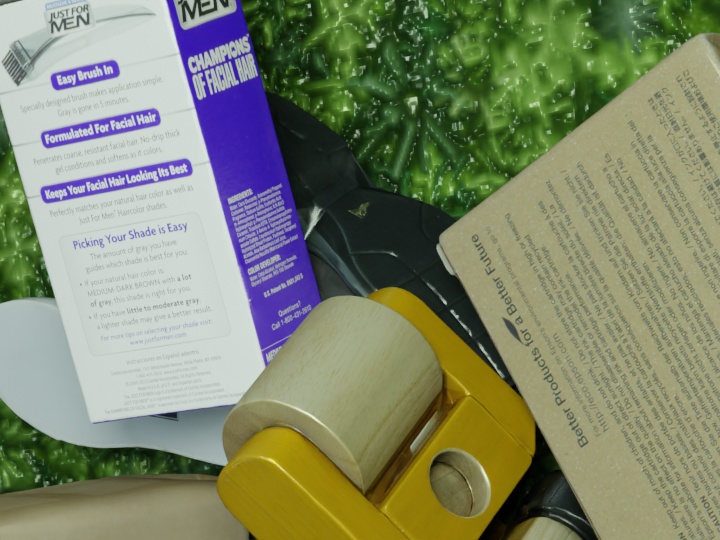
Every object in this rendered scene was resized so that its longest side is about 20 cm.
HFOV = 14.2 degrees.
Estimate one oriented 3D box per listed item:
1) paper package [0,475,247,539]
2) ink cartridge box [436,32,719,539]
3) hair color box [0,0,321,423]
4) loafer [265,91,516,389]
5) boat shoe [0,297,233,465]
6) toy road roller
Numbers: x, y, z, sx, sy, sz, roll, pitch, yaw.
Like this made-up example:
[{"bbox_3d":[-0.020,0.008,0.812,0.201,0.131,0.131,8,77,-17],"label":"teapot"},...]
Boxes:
[{"bbox_3d":[-0.145,0.201,1.362,0.103,0.200,0.191,-3,90,36],"label":"paper package"},{"bbox_3d":[0.150,0.025,1.234,0.165,0.075,0.200,-38,71,31],"label":"ink cartridge box"},{"bbox_3d":[-0.092,-0.038,1.312,0.109,0.065,0.201,-9,102,34],"label":"hair color box"},{"bbox_3d":[0.000,0.000,1.352,0.200,0.073,0.072,43,140,24],"label":"loafer"},{"bbox_3d":[-0.102,0.055,1.423,0.200,0.057,0.069,14,108,34],"label":"boat shoe"},{"bbox_3d":[0.012,0.123,1.283,0.200,0.123,0.146,46,137,-7],"label":"toy road roller"}]
